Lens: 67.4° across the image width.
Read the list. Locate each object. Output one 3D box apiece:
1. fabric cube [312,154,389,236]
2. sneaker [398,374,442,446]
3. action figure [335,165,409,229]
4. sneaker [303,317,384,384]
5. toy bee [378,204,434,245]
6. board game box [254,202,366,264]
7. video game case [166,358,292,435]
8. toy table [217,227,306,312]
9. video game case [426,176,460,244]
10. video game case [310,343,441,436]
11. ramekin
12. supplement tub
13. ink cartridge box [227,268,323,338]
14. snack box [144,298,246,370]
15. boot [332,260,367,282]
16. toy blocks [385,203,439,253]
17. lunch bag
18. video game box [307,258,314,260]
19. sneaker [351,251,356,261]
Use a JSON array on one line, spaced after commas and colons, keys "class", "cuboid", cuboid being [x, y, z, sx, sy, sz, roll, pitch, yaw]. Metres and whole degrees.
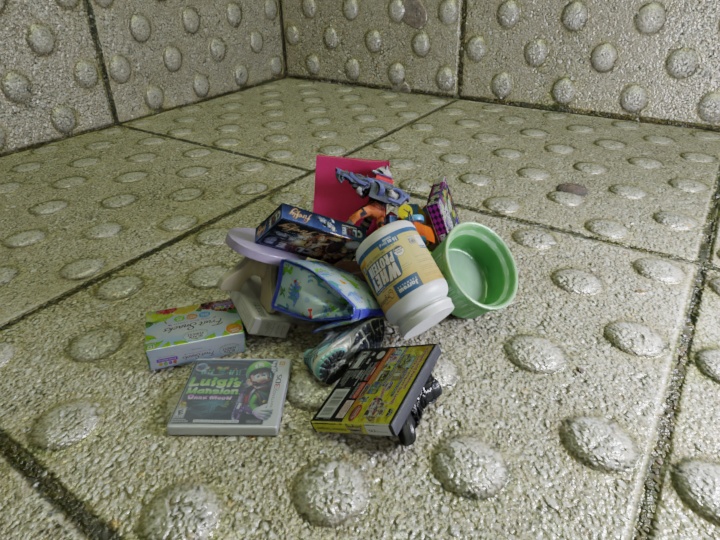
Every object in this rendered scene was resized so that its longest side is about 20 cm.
[{"class": "fabric cube", "cuboid": [-0.021, -0.199, 1.476, 0.192, 0.204, 0.200, 3, 5, 2]}, {"class": "sneaker", "cuboid": [0.101, 0.220, 0.959, 0.101, 0.062, 0.201, -10, 27, -4]}, {"class": "action figure", "cuboid": [0.013, -0.173, 1.334, 0.196, 0.198, 0.105, 27, -4, 0]}, {"class": "sneaker", "cuboid": [-0.032, 0.142, 1.086, 0.197, 0.080, 0.085, -27, 35, -37]}, {"class": "toy bee", "cuboid": [0.099, -0.097, 1.262, 0.105, 0.201, 0.135, -9, 57, 23]}, {"class": "board game box", "cuboid": [-0.103, -0.071, 1.113, 0.195, 0.134, 0.036, 14, 65, -31]}, {"class": "video game case", "cuboid": [-0.235, 0.229, 1.000, 0.192, 0.024, 0.184, -1, 30, 2]}, {"class": "toy table", "cuboid": [-0.216, -0.009, 1.171, 0.195, 0.120, 0.184, 13, 22, -34]}, {"class": "video game case", "cuboid": [0.226, -0.115, 1.389, 0.035, 0.205, 0.182, -14, 23, 22]}, {"class": "video game case", "cuboid": [0.029, 0.204, 0.942, 0.177, 0.026, 0.200, -11, 26, 38]}, {"class": "ramekin", "cuboid": [0.242, 0.006, 1.191, 0.194, 0.098, 0.206, 13, 62, -24]}, {"class": "supplement tub", "cuboid": [0.091, 0.019, 1.098, 0.141, 0.145, 0.204, -19, 70, -29]}, {"class": "ink cartridge box", "cuboid": [-0.200, 0.076, 1.220, 0.172, 0.046, 0.200, 12, 24, -37]}, {"class": "snack box", "cuboid": [-0.350, 0.130, 1.142, 0.193, 0.055, 0.143, -10, 32, -17]}, {"class": "boot", "cuboid": [0.000, 0.000, 1.270, 0.163, 0.073, 0.203, -29, 41, 14]}, {"class": "toy blocks", "cuboid": [0.137, -0.107, 1.386, 0.194, 0.142, 0.099, -2, -4, -30]}, {"class": "lunch bag", "cuboid": [-0.057, 0.058, 1.118, 0.195, 0.132, 0.169, 15, 6, 26]}, {"class": "video game box", "cuboid": [-0.144, -0.046, 1.443, 0.193, 0.048, 0.184, 7, 33, 14]}, {"class": "sneaker", "cuboid": [0.003, -0.024, 1.367, 0.086, 0.076, 0.200, -12, 31, -22]}]
